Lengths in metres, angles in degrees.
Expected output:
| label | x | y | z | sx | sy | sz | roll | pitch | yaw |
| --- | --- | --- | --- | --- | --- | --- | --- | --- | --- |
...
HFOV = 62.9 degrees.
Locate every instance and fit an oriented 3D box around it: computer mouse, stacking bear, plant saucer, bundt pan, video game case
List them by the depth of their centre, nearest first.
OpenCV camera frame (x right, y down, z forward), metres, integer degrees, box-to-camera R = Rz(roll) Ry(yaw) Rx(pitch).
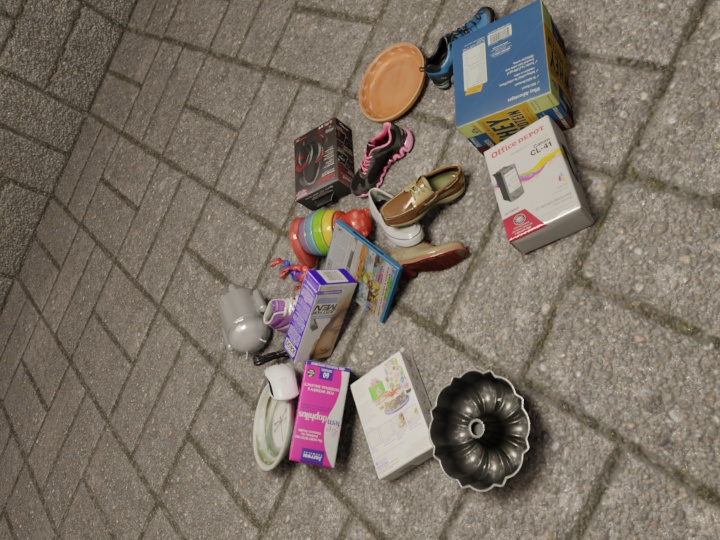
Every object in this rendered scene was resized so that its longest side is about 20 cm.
| label | x | y | z | sx | sy | sz | roll | pitch | yaw |
| --- | --- | --- | --- | --- | --- | --- | --- | --- | --- |
| bundt pan | 0.221 | 0.282 | 1.042 | 0.198 | 0.075 | 0.209 | -15 | 65 | 36 |
| video game case | 0.000 | 0.000 | 1.297 | 0.199 | 0.018 | 0.146 | 38 | 128 | 29 |
| computer mouse | -0.183 | 0.227 | 1.344 | 0.200 | 0.106 | 0.045 | -134 | 38 | -63 |
| plant saucer | -0.190 | 0.357 | 1.360 | 0.199 | 0.049 | 0.206 | -34 | 50 | 51 |
| stacking bear | -0.061 | -0.092 | 1.390 | 0.195 | 0.114 | 0.125 | -11 | 56 | 29 |
| plant saucer | 0.081 | -0.454 | 1.439 | 0.196 | 0.037 | 0.207 | -16 | 65 | 36 |

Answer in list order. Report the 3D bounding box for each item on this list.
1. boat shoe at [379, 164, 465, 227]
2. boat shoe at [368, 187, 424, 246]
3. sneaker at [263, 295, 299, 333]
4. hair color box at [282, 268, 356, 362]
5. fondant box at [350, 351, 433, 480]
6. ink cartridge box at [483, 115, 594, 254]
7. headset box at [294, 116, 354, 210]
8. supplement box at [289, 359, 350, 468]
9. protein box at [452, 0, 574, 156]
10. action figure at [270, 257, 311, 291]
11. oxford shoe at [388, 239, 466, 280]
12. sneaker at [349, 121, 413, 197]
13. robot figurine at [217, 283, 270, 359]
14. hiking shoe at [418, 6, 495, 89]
| label | x | y | z | sx | sy | sz | roll | pitch | yaw |
| --- | --- | --- | --- | --- | --- | --- | --- | --- | --- |
| boat shoe | 0.128 | -0.164 | 1.221 | 0.196 | 0.075 | 0.077 | -29 | 59 | -8 |
| boat shoe | 0.068 | -0.120 | 1.286 | 0.073 | 0.066 | 0.200 | -35 | 39 | -11 |
| sneaker | -0.148 | 0.086 | 1.397 | 0.199 | 0.113 | 0.074 | -36 | 53 | 23 |
| hair color box | -0.092 | 0.100 | 1.309 | 0.065 | 0.107 | 0.204 | 43 | 123 | 38 |
| fondant box | 0.072 | 0.290 | 1.179 | 0.143 | 0.058 | 0.204 | -37 | 56 | 25 |
| ink cartridge box | 0.328 | -0.157 | 1.098 | 0.145 | 0.085 | 0.206 | -26 | 61 | 30 |
| headset box | -0.093 | -0.259 | 1.492 | 0.146 | 0.074 | 0.207 | -19 | 64 | 33 |
| supplement box | -0.087 | 0.303 | 1.256 | 0.098 | 0.103 | 0.207 | 10 | 80 | -4 |
| protein box | 0.297 | -0.370 | 1.162 | 0.194 | 0.133 | 0.207 | -14 | 67 | 35 |
| action figure | -0.157 | 0.012 | 1.435 | 0.052 | 0.066 | 0.198 | -41 | 27 | -23 |
| oxford shoe | 0.132 | -0.039 | 1.234 | 0.196 | 0.070 | 0.077 | -15 | 61 | 35 |
| sneaker | 0.031 | -0.264 | 1.378 | 0.201 | 0.094 | 0.080 | -49 | 52 | 17 |
| robot figurine | -0.298 | 0.128 | 1.508 | 0.171 | 0.111 | 0.202 | -49 | 50 | 21 |
| hiking shoe | 0.221 | -0.501 | 1.303 | 0.202 | 0.086 | 0.075 | -52 | 50 | 14 |
